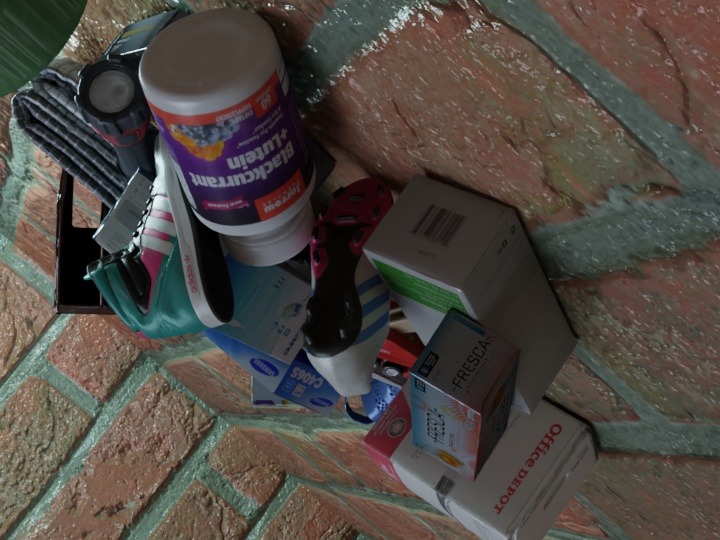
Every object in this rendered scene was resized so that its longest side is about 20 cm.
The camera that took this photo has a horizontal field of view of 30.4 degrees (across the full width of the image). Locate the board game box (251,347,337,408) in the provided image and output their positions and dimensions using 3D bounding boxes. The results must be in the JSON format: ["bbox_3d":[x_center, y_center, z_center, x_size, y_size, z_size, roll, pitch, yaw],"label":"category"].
[{"bbox_3d":[-0.083,0.117,1.634,0.103,0.105,0.200,1,173,-4],"label":"board game box"}]

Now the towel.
[{"bbox_3d":[-0.272,-0.137,1.413,0.199,0.086,0.166,40,-175,-9],"label":"towel"}]

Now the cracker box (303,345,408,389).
[{"bbox_3d":[-0.016,0.071,1.434,0.133,0.058,0.199,19,172,40],"label":"cracker box"}]

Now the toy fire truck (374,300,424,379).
[{"bbox_3d":[0.049,0.050,1.266,0.198,0.049,0.141,18,146,-13],"label":"toy fire truck"}]

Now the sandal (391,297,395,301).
[{"bbox_3d":[-0.001,-0.001,1.303,0.079,0.058,0.201,34,164,15],"label":"sandal"}]

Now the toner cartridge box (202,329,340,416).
[{"bbox_3d":[-0.110,0.083,1.445,0.095,0.043,0.199,28,-176,-45],"label":"toner cartridge box"}]

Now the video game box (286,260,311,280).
[{"bbox_3d":[-0.146,-0.001,1.530,0.197,0.047,0.182,15,168,-4],"label":"video game box"}]

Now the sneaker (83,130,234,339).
[{"bbox_3d":[-0.183,-0.025,1.150,0.084,0.120,0.202,44,-152,-56],"label":"sneaker"}]

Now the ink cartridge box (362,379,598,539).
[{"bbox_3d":[0.126,0.187,1.381,0.199,0.146,0.085,29,162,33],"label":"ink cartridge box"}]

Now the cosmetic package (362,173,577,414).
[{"bbox_3d":[0.095,0.022,1.095,0.107,0.085,0.201,22,157,37],"label":"cosmetic package"}]

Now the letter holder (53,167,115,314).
[{"bbox_3d":[-0.285,-0.060,1.482,0.099,0.144,0.201,2,-154,-9],"label":"letter holder"}]

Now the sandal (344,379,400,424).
[{"bbox_3d":[0.039,0.150,1.599,0.079,0.087,0.200,43,163,-11],"label":"sandal"}]

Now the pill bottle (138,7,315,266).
[{"bbox_3d":[-0.098,-0.100,1.073,0.111,0.111,0.201,28,151,34],"label":"pill bottle"}]

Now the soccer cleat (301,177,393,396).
[{"bbox_3d":[-0.006,0.014,1.109,0.069,0.202,0.087,-6,137,21],"label":"soccer cleat"}]

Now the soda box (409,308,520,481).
[{"bbox_3d":[0.084,0.107,1.089,0.068,0.064,0.200,30,161,14],"label":"soda box"}]

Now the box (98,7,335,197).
[{"bbox_3d":[-0.134,-0.145,1.210,0.200,0.049,0.158,44,164,-22],"label":"box"}]

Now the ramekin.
[{"bbox_3d":[-0.321,-0.239,1.109,0.199,0.201,0.098,26,169,38],"label":"ramekin"}]

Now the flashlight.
[{"bbox_3d":[-0.216,-0.134,1.231,0.068,0.068,0.200,32,170,5],"label":"flashlight"}]

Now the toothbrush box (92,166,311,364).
[{"bbox_3d":[-0.137,-0.001,1.279,0.146,0.086,0.200,36,180,31],"label":"toothbrush box"}]

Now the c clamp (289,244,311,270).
[{"bbox_3d":[-0.112,-0.060,1.362,0.200,0.027,0.171,43,-167,10],"label":"c clamp"}]
